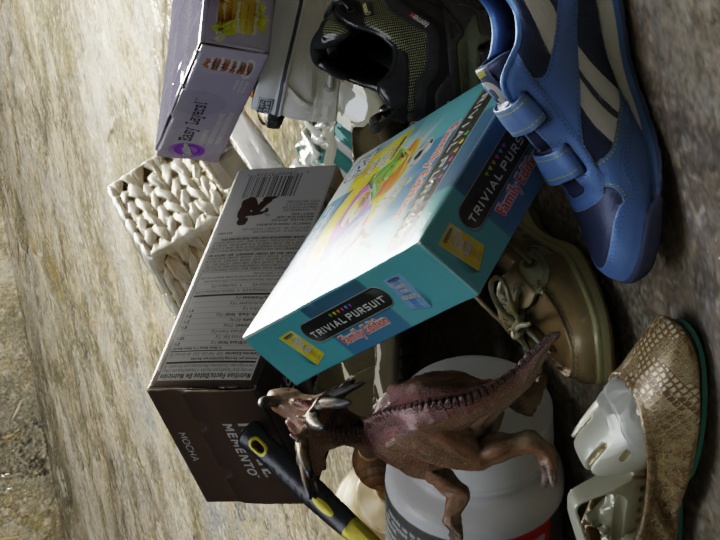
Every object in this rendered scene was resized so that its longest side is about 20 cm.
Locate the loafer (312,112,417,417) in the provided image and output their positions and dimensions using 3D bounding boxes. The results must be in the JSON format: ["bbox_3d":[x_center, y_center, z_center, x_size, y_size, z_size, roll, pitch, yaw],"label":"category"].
[{"bbox_3d":[0.000,0.000,1.712,0.076,0.067,0.201,15,-104,-79],"label":"loafer"}]

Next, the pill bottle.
[{"bbox_3d":[0.072,0.161,1.716,0.114,0.114,0.200,-121,23,-47],"label":"pill bottle"}]

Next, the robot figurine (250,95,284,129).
[{"bbox_3d":[-0.061,-0.189,1.939,0.200,0.058,0.145,120,154,-66],"label":"robot figurine"}]

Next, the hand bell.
[{"bbox_3d":[0.018,0.140,1.799,0.200,0.104,0.104,67,-177,-70],"label":"hand bell"}]

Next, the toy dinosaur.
[{"bbox_3d":[0.030,0.088,1.554,0.200,0.135,0.086,-37,40,52],"label":"toy dinosaur"}]

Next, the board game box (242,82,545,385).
[{"bbox_3d":[0.030,-0.028,1.547,0.047,0.151,0.200,40,147,-14],"label":"board game box"}]

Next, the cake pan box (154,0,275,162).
[{"bbox_3d":[-0.094,-0.189,1.815,0.200,0.052,0.185,123,156,-65],"label":"cake pan box"}]

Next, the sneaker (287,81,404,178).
[{"bbox_3d":[-0.020,-0.073,1.872,0.070,0.093,0.200,-138,37,-64],"label":"sneaker"}]

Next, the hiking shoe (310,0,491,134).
[{"bbox_3d":[0.011,-0.166,1.675,0.076,0.100,0.200,93,157,-44],"label":"hiking shoe"}]

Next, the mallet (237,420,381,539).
[{"bbox_3d":[-0.006,0.167,1.637,0.200,0.041,0.066,33,101,27],"label":"mallet"}]

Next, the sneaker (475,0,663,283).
[{"bbox_3d":[0.106,-0.086,1.449,0.074,0.082,0.201,165,89,-73],"label":"sneaker"}]

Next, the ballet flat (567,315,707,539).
[{"bbox_3d":[0.148,0.111,1.498,0.071,0.065,0.200,-121,23,-46],"label":"ballet flat"}]

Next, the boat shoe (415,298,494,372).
[{"bbox_3d":[0.048,0.010,1.775,0.068,0.072,0.201,16,-119,-79],"label":"boat shoe"}]

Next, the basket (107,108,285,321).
[{"bbox_3d":[-0.087,0.002,2.018,0.200,0.123,0.136,63,175,-35],"label":"basket"}]

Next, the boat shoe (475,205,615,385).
[{"bbox_3d":[0.092,0.010,1.613,0.200,0.062,0.074,-129,30,-55],"label":"boat shoe"}]

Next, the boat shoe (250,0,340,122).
[{"bbox_3d":[-0.009,-0.192,1.784,0.075,0.086,0.203,121,162,-75],"label":"boat shoe"}]

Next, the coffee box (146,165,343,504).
[{"bbox_3d":[-0.057,0.041,1.772,0.113,0.080,0.200,66,-148,-41],"label":"coffee box"}]
